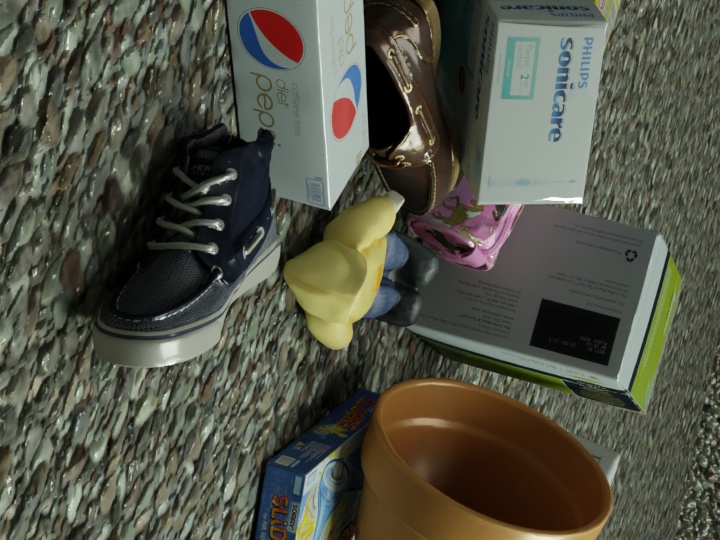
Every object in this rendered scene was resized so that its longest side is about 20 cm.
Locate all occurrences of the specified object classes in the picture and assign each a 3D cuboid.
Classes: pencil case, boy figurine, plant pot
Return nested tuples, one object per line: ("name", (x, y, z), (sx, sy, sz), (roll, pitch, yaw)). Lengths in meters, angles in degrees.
("pencil case", (0.117, -0.095, 1.657), (0.201, 0.083, 0.086), (-57, -169, -14))
("boy figurine", (0.000, 0.000, 1.471), (0.125, 0.064, 0.200), (-67, 165, 5))
("plant pot", (0.080, 0.197, 1.577), (0.200, 0.199, 0.141), (-39, 154, -61))

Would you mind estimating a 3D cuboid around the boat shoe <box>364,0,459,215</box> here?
("boat shoe", (0.024, -0.111, 1.452), (0.070, 0.070, 0.201), (-56, 148, -36))

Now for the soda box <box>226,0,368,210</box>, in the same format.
("soda box", (-0.037, -0.137, 1.245), (0.201, 0.063, 0.068), (88, 25, -44))

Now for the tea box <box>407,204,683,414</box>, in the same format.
("tea box", (0.163, 0.026, 1.763), (0.197, 0.199, 0.135), (43, 63, -71))

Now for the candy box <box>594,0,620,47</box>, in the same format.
("candy box", (0.221, -0.217, 2.026), (0.102, 0.026, 0.201), (57, 50, -64))

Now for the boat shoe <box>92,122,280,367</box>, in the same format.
("boat shoe", (-0.100, -0.020, 1.157), (0.200, 0.074, 0.093), (-55, 148, -65))

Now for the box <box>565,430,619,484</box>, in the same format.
("box", (0.106, 0.251, 1.772), (0.200, 0.170, 0.200), (100, 14, -58))

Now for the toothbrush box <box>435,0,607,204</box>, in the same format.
("toothbrush box", (0.113, -0.158, 1.506), (0.200, 0.085, 0.147), (-109, -159, -58))

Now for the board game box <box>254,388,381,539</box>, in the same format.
("board game box", (-0.030, 0.186, 1.576), (0.200, 0.034, 0.136), (-33, 135, -65))
